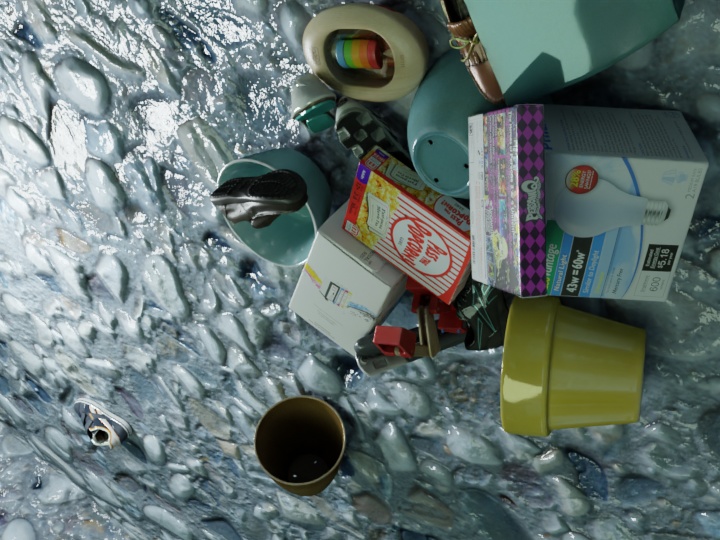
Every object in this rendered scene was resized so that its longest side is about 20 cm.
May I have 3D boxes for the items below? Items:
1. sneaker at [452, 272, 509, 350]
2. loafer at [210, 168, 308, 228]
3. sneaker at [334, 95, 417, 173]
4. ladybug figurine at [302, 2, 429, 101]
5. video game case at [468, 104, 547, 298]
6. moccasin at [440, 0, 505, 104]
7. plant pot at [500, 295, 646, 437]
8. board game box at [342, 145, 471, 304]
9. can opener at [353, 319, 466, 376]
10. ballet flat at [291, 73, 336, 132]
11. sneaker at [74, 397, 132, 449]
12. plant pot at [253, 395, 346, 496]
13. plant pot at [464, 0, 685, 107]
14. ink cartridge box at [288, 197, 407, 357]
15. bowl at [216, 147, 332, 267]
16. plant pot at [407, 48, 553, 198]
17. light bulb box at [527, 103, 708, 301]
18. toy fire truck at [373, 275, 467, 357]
[{"bbox_3d":[0.175,0.031,1.356,0.078,0.075,0.202,-16,108,-1],"label":"sneaker"},{"bbox_3d":[-0.143,-0.104,1.381,0.199,0.073,0.072,5,133,47],"label":"loafer"},{"bbox_3d":[0.030,-0.178,1.337,0.073,0.089,0.201,-27,126,14],"label":"sneaker"},{"bbox_3d":[0.010,-0.300,1.233,0.198,0.072,0.137,14,132,30],"label":"ladybug figurine"},{"bbox_3d":[0.163,-0.080,1.035,0.181,0.035,0.203,-152,59,-79],"label":"video game case"},{"bbox_3d":[0.136,-0.297,1.086,0.073,0.077,0.204,-11,98,36],"label":"moccasin"},{"bbox_3d":[0.306,0.140,1.303,0.186,0.202,0.203,4,129,16],"label":"plant pot"},{"bbox_3d":[0.075,-0.062,1.287,0.199,0.046,0.152,35,146,13],"label":"board game box"},{"bbox_3d":[0.083,0.115,1.449,0.053,0.198,0.067,64,154,23],"label":"can opener"},{"bbox_3d":[-0.071,-0.242,1.294,0.069,0.070,0.200,41,-179,1],"label":"ballet flat"},{"bbox_3d":[-0.713,0.412,2.458,0.198,0.079,0.079,20,137,27],"label":"sneaker"},{"bbox_3d":[-0.116,0.388,1.884,0.185,0.187,0.201,26,151,18],"label":"plant pot"},{"bbox_3d":[0.242,-0.296,1.000,0.198,0.142,0.142,-14,116,33],"label":"plant pot"},{"bbox_3d":[0.000,0.000,1.450,0.144,0.147,0.201,35,140,8],"label":"ink cartridge box"},{"bbox_3d":[-0.125,-0.117,1.482,0.199,0.105,0.203,22,136,23],"label":"bowl"},{"bbox_3d":[0.138,-0.173,1.193,0.198,0.135,0.202,23,136,23],"label":"plant pot"},{"bbox_3d":[0.278,-0.081,1.093,0.197,0.125,0.200,3,126,-1],"label":"light bulb box"},{"bbox_3d":[0.103,0.077,1.376,0.048,0.143,0.199,0,161,37],"label":"toy fire truck"}]
